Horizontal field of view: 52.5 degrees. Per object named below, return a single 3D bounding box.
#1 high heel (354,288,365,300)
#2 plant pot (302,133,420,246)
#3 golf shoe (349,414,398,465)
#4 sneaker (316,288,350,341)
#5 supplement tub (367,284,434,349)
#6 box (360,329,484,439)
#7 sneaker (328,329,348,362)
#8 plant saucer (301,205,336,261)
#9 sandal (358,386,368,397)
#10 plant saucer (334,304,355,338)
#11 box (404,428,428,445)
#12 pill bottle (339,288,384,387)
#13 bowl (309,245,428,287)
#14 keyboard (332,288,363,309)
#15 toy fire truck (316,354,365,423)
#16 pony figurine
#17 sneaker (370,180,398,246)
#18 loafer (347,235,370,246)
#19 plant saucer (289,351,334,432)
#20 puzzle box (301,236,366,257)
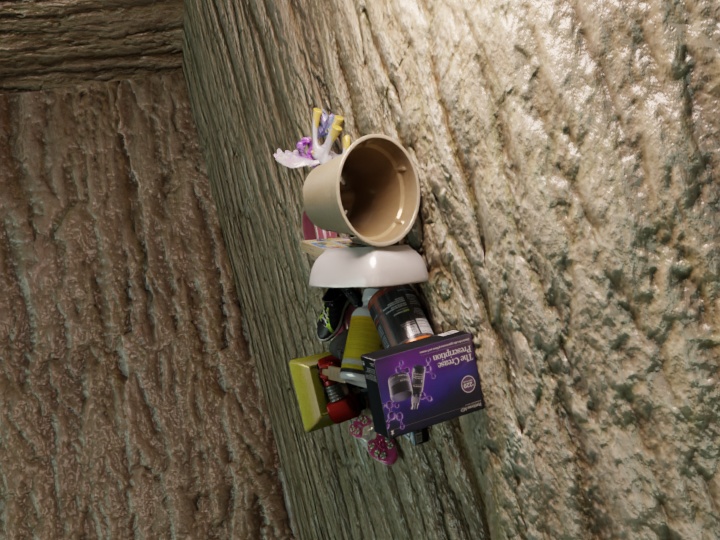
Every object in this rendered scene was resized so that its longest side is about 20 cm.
[{"bbox_3d":[0.000,0.000,1.714,0.143,0.070,0.203,53,158,40],"label":"high heel"},{"bbox_3d":[-0.014,-0.148,1.415,0.182,0.197,0.206,0,102,55],"label":"plant pot"},{"bbox_3d":[0.048,0.448,1.880,0.092,0.075,0.199,55,169,-31],"label":"golf shoe"},{"bbox_3d":[-0.076,0.085,1.853,0.071,0.082,0.204,39,109,41],"label":"sneaker"},{"bbox_3d":[0.093,0.133,1.474,0.108,0.104,0.203,107,146,-55],"label":"supplement tub"},{"bbox_3d":[0.113,0.202,1.316,0.079,0.195,0.145,-176,74,-70],"label":"box"},{"bbox_3d":[-0.027,0.199,1.817,0.198,0.090,0.078,-9,105,54],"label":"sneaker"},{"bbox_3d":[-0.118,-0.107,2.013,0.200,0.050,0.206,167,91,-71],"label":"plant saucer"},{"bbox_3d":[0.021,0.274,1.867,0.201,0.042,0.078,119,135,-63],"label":"sandal"},{"bbox_3d":[-0.038,0.138,1.948,0.200,0.050,0.206,167,91,-71],"label":"plant saucer"},{"bbox_3d":[0.099,0.272,1.645,0.136,0.039,0.206,-156,56,-66],"label":"box"},{"bbox_3d":[0.026,0.149,1.595,0.112,0.109,0.205,147,137,-70],"label":"pill bottle"},{"bbox_3d":[0.016,-0.009,1.434,0.196,0.197,0.077,-2,91,40],"label":"bowl"},{"bbox_3d":[-0.037,0.055,1.706,0.104,0.039,0.201,45,172,38],"label":"keyboard"},{"bbox_3d":[-0.055,0.310,1.924,0.200,0.126,0.181,2,-111,-77],"label":"toy fire truck"},{"bbox_3d":[-0.099,-0.280,1.766,0.193,0.163,0.204,47,130,43],"label":"pony figurine"},{"bbox_3d":[0.045,-0.138,1.509,0.116,0.073,0.205,132,125,-64],"label":"sneaker"},{"bbox_3d":[0.002,-0.093,1.639,0.073,0.062,0.200,-66,22,3],"label":"loafer"},{"bbox_3d":[-0.094,0.333,2.065,0.047,0.197,0.205,-23,79,41],"label":"plant saucer"},{"bbox_3d":[-0.054,-0.054,1.755,0.199,0.130,0.026,-159,65,-67],"label":"puzzle box"}]
